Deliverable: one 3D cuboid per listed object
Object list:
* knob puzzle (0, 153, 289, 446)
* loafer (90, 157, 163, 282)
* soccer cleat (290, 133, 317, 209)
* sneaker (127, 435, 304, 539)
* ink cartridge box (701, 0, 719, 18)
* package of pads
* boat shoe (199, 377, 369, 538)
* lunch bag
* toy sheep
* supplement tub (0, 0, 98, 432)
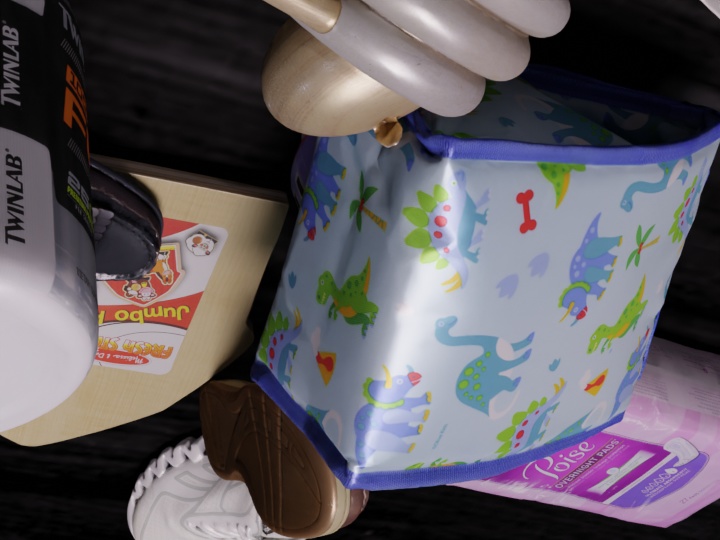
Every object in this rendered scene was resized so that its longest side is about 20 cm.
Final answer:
[{"bbox_3d":[-0.151,0.015,0.882,0.218,0.031,0.220,-7,134,-7],"label":"knob puzzle"},{"bbox_3d":[-0.181,-0.026,0.771,0.199,0.063,0.072,20,124,-28],"label":"loafer"},{"bbox_3d":[0.000,0.000,0.871,0.066,0.077,0.200,-5,145,-5],"label":"soccer cleat"},{"bbox_3d":[-0.072,0.139,1.051,0.200,0.081,0.075,-33,141,33],"label":"sneaker"},{"bbox_3d":[0.135,-0.176,0.607,0.067,0.117,0.200,12,166,44],"label":"ink cartridge box"},{"bbox_3d":[0.154,0.093,1.042,0.199,0.076,0.121,16,135,-32],"label":"package of pads"},{"bbox_3d":[-0.027,0.088,0.875,0.072,0.073,0.200,-7,-176,-19],"label":"boat shoe"},{"bbox_3d":[0.069,-0.003,0.790,0.199,0.127,0.171,0,118,-32],"label":"lunch bag"},{"bbox_3d":[0.029,-0.136,0.645,0.138,0.138,0.200,24,110,-39],"label":"toy sheep"},{"bbox_3d":[-0.166,-0.046,0.659,0.122,0.201,0.123,-7,146,-4],"label":"supplement tub"}]
